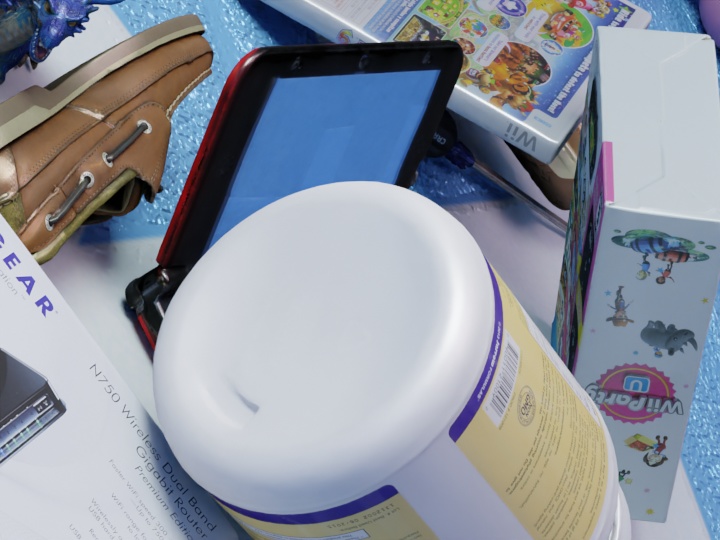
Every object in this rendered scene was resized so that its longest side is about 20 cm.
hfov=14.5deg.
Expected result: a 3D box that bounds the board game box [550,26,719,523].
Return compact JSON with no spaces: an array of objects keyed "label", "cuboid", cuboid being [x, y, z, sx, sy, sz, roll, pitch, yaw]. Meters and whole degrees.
[{"label":"board game box","cuboid":[0.136,0.003,1.406,0.064,0.201,0.148,5,40,0]}]

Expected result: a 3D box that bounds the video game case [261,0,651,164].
[{"label":"video game case","cuboid":[0.041,-0.144,1.481,0.199,0.018,0.143,30,41,8]}]

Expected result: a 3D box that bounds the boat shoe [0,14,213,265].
[{"label":"boat shoe","cuboid":[-0.119,-0.051,1.216,0.068,0.072,0.200,57,38,-4]}]

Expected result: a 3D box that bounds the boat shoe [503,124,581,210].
[{"label":"boat shoe","cuboid":[0.084,-0.133,1.563,0.200,0.076,0.072,55,-3,0]}]

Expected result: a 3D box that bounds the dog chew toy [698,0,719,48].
[{"label":"dog chew toy","cuboid":[0.285,-0.180,1.897,0.200,0.125,0.124,48,29,3]}]

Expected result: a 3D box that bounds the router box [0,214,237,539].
[{"label":"router box","cuboid":[-0.155,0.066,1.051,0.200,0.049,0.179,53,29,-3]}]

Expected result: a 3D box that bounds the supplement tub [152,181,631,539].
[{"label":"supplement tub","cuboid":[0.020,0.072,1.156,0.200,0.145,0.146,52,22,-48]}]

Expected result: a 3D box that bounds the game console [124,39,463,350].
[{"label":"game console","cuboid":[0.000,0.000,1.280,0.200,0.119,0.173,-10,68,-58]}]

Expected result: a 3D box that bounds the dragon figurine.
[{"label":"dragon figurine","cuboid":[-0.136,-0.128,1.228,0.059,0.099,0.200,49,29,-11]}]

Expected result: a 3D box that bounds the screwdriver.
[{"label":"screwdriver","cuboid":[0.068,-0.050,1.539,0.200,0.028,0.029,38,62,-40]}]
